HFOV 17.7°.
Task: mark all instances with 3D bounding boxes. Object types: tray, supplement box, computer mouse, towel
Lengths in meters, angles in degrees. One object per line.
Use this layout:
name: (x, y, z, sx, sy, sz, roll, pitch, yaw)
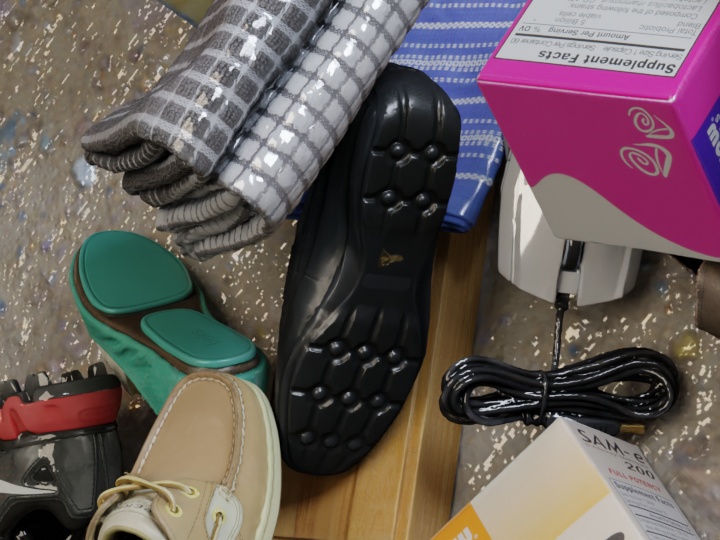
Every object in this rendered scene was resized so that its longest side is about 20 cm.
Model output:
tray: (0.005, 0.045, 1.149, 0.098, 0.037, 0.201, -1, 74, 36)
supplement box: (0.110, 0.182, 1.001, 0.126, 0.073, 0.200, -45, 54, 17)
computer mouse: (0.096, -0.023, 1.071, 0.109, 0.044, 0.201, 5, 73, -2)
towel: (0.028, -0.111, 1.163, 0.144, 0.024, 0.201, 5, 66, 38)
towel: (-0.048, -0.099, 1.078, 0.166, 0.085, 0.200, -58, 12, -11)
supplement box: (0.150, -0.113, 1.000, 0.103, 0.101, 0.200, 11, 56, 39)

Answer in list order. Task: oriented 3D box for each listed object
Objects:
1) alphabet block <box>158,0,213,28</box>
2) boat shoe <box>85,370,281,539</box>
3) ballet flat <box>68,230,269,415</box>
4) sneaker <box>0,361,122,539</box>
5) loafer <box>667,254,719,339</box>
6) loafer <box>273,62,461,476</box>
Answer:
alphabet block: (-0.081, -0.279, 1.203, 0.200, 0.196, 0.196, -38, 49, 21)
boat shoe: (-0.089, 0.127, 1.043, 0.074, 0.066, 0.201, -7, 55, 29)
ballet flat: (-0.104, 0.043, 1.206, 0.200, 0.067, 0.071, -141, 47, -57)
sneaker: (-0.196, 0.114, 1.252, 0.200, 0.071, 0.098, -16, 84, 45)
loafer: (0.179, 0.019, 0.994, 0.071, 0.073, 0.200, -25, 46, -8)
loafer: (0.000, 0.000, 1.091, 0.070, 0.068, 0.202, -126, 47, -63)
